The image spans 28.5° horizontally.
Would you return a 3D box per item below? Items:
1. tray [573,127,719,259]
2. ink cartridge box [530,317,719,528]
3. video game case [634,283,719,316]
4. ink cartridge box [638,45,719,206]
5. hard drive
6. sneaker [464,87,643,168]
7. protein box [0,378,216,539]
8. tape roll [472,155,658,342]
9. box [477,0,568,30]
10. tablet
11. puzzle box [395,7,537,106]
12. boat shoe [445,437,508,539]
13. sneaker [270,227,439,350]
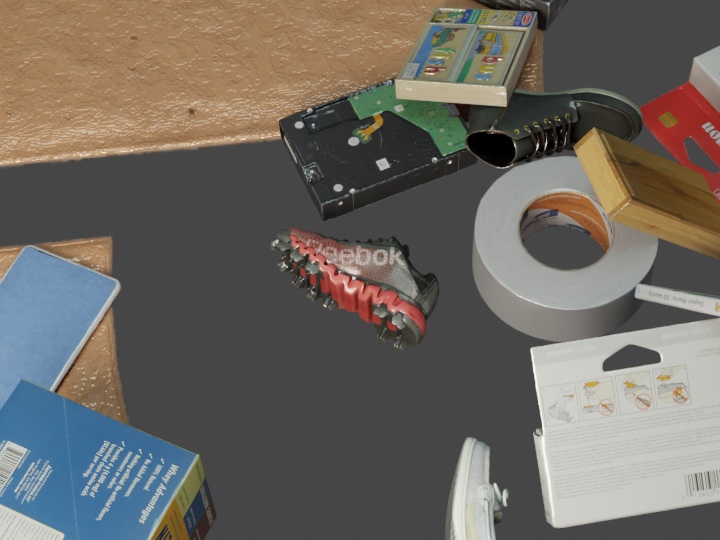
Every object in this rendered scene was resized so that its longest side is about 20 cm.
[{"bbox_3d":[0.317,-0.081,1.504,0.199,0.037,0.099,14,43,-41],"label":"tray"},{"bbox_3d":[0.266,0.146,1.373,0.197,0.044,0.176,-8,90,-3],"label":"ink cartridge box"},{"bbox_3d":[0.382,0.040,1.394,0.141,0.200,0.018,9,92,-21],"label":"video game case"},{"bbox_3d":[0.443,-0.168,1.629,0.175,0.045,0.201,-26,59,-16],"label":"ink cartridge box"},{"bbox_3d":[0.020,-0.149,1.640,0.198,0.038,0.141,-22,58,-11],"label":"hard drive"},{"bbox_3d":[0.216,-0.151,1.592,0.197,0.076,0.107,4,35,11],"label":"sneaker"},{"bbox_3d":[-0.273,0.247,1.330,0.198,0.136,0.200,20,59,16],"label":"protein box"},{"bbox_3d":[0.220,-0.025,1.531,0.197,0.066,0.202,-1,57,2],"label":"tape roll"},{"bbox_3d":[0.188,-0.407,1.797,0.199,0.050,0.158,28,62,19],"label":"box"},{"bbox_3d":[-0.359,0.069,1.527,0.129,0.014,0.201,20,60,15],"label":"tablet"},{"bbox_3d":[0.128,-0.254,1.664,0.131,0.026,0.201,6,36,15],"label":"puzzle box"},{"bbox_3d":[0.115,0.259,1.344,0.064,0.075,0.204,4,60,-2],"label":"boat shoe"},{"bbox_3d":[0.000,0.000,1.521,0.199,0.071,0.098,29,62,18],"label":"sneaker"}]
